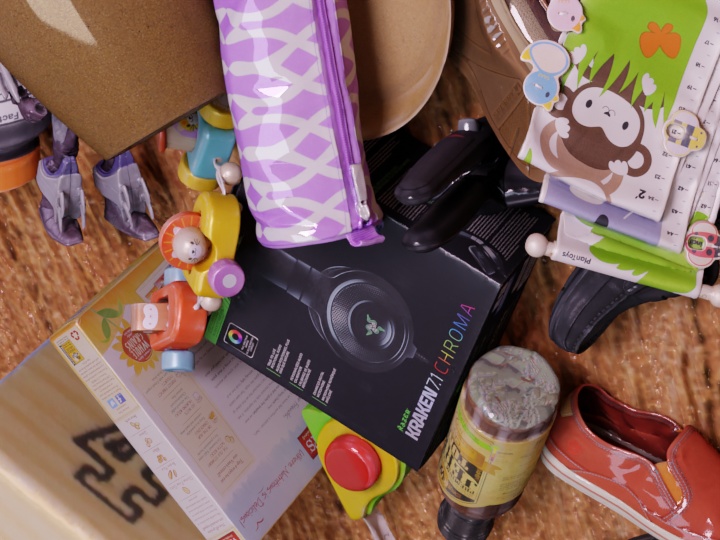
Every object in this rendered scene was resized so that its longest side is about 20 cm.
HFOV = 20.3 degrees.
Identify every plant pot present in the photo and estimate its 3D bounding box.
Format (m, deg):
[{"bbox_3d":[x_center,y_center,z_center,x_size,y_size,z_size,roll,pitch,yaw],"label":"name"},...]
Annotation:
[{"bbox_3d":[-0.018,-0.178,1.222,0.199,0.027,0.202,20,122,34],"label":"plant pot"},{"bbox_3d":[-0.162,-0.176,1.209,0.186,0.186,0.201,-26,95,39],"label":"plant pot"}]

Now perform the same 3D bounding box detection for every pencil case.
[{"bbox_3d":[-0.036,-0.108,1.190,0.085,0.083,0.202,9,115,53],"label":"pencil case"}]

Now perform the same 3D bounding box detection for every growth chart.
[{"bbox_3d":[0.157,-0.089,1.142,0.143,0.018,0.202,9,91,-8],"label":"growth chart"}]

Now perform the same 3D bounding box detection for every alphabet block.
[{"bbox_3d":[-0.201,0.181,1.495,0.199,0.196,0.196,38,132,5],"label":"alphabet block"}]

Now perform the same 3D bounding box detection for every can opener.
[{"bbox_3d":[0.062,-0.056,1.192,0.078,0.200,0.064,-13,96,26],"label":"can opener"}]

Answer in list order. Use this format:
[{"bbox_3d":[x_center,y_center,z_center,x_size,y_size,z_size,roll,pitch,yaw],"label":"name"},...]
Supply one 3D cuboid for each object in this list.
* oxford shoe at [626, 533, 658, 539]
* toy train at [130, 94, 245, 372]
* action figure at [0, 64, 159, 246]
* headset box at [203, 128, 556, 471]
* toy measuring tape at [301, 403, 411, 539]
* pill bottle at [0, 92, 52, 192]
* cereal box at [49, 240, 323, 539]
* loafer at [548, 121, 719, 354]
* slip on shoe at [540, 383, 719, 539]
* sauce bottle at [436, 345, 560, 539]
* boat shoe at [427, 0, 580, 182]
[{"bbox_3d":[0.214,0.223,1.343,0.199,0.084,0.073,-13,113,38],"label":"oxford shoe"},{"bbox_3d":[-0.120,-0.037,1.316,0.150,0.055,0.202,167,105,-68],"label":"toy train"},{"bbox_3d":[-0.181,-0.116,1.351,0.069,0.129,0.202,-128,30,-52],"label":"action figure"},{"bbox_3d":[0.000,0.000,1.329,0.199,0.093,0.175,32,129,11],"label":"headset box"},{"bbox_3d":[0.023,0.155,1.427,0.073,0.074,0.201,-15,109,36],"label":"toy measuring tape"},{"bbox_3d":[-0.263,-0.155,1.384,0.105,0.106,0.202,15,125,23],"label":"pill bottle"},{"bbox_3d":[-0.110,0.085,1.414,0.039,0.144,0.201,-30,99,39],"label":"cereal box"},{"bbox_3d":[0.184,-0.010,1.226,0.070,0.068,0.201,45,128,10],"label":"loafer"},{"bbox_3d":[0.210,0.135,1.302,0.199,0.074,0.062,27,126,21],"label":"slip on shoe"},{"bbox_3d":[0.086,0.126,1.347,0.064,0.065,0.201,29,147,12],"label":"sauce bottle"},{"bbox_3d":[0.092,-0.150,1.200,0.201,0.072,0.072,61,147,14],"label":"boat shoe"}]
